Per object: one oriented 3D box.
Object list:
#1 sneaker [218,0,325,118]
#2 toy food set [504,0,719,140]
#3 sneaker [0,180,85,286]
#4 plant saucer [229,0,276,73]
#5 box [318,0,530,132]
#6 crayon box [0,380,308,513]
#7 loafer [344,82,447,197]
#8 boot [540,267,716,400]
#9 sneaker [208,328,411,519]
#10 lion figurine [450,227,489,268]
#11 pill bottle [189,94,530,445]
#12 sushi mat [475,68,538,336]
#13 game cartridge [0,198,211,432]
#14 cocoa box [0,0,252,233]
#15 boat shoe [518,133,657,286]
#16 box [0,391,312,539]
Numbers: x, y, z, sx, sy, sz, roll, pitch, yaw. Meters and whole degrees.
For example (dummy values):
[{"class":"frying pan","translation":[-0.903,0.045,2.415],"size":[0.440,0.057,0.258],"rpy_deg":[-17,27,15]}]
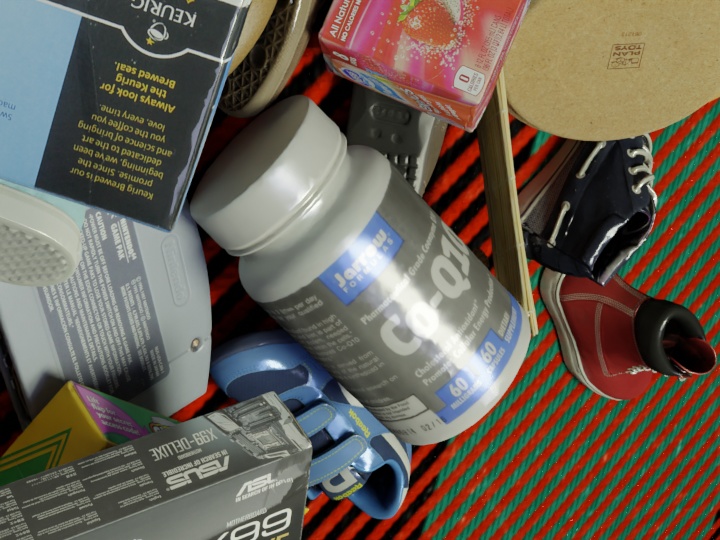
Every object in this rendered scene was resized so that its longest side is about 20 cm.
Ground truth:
[{"class":"sneaker","translation":[-0.027,-0.179,0.782],"size":[0.075,0.070,0.202],"rpy_deg":[-2,117,-51]},{"class":"toy food set","translation":[0.178,-0.163,0.949],"size":[0.197,0.049,0.199],"rpy_deg":[-12,144,10]},{"class":"sneaker","translation":[-0.220,-0.064,0.663],"size":[0.199,0.083,0.074],"rpy_deg":[30,135,-32]},{"class":"plant saucer","translation":[-0.119,-0.160,0.682],"size":[0.198,0.035,0.203],"rpy_deg":[-12,118,-22]},{"class":"box","translation":[0.059,-0.193,0.792],"size":[0.095,0.099,0.202],"rpy_deg":[53,61,-85]},{"class":"crayon box","translation":[-0.153,0.169,0.843],"size":[0.173,0.058,0.200],"rpy_deg":[-46,144,10]},{"class":"loafer","translation":[0.030,-0.124,0.889],"size":[0.071,0.072,0.202],"rpy_deg":[-41,151,-75]},{"class":"boot","translation":[0.237,0.072,1.153],"size":[0.073,0.144,0.200],"rpy_deg":[-50,141,-11]},{"class":"sneaker","translation":[-0.025,0.103,0.931],"size":[0.073,0.083,0.200],"rpy_deg":[-23,141,28]},{"class":"lion figurine","translation":[0.026,0.041,0.974],"size":[0.122,0.072,0.201],"rpy_deg":[-30,137,-21]},{"class":"pill bottle","translation":[0.000,0.000,0.824],"size":[0.200,0.114,0.114],"rpy_deg":[45,79,-24]},{"class":"sushi mat","translation":[0.091,-0.056,0.910],"size":[0.012,0.096,0.203],"rpy_deg":[-8,93,-6]},{"class":"game cartridge","translation":[-0.150,0.014,0.803],"size":[0.132,0.041,0.202],"rpy_deg":[-29,132,-26]},{"class":"cocoa box","translation":[-0.148,-0.119,0.578],"size":[0.198,0.134,0.133],"rpy_deg":[18,106,-9]},{"class":"boat shoe","translation":[0.201,-0.077,1.060],"size":[0.201,0.092,0.075],"rpy_deg":[-54,140,-5]},{"class":"box","translation":[-0.127,0.164,0.769],"size":[0.198,0.050,0.159],"rpy_deg":[-17,137,-27]}]
